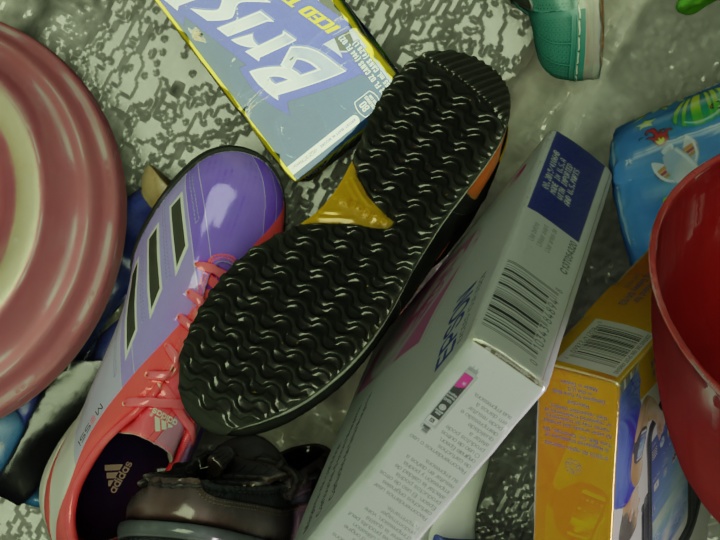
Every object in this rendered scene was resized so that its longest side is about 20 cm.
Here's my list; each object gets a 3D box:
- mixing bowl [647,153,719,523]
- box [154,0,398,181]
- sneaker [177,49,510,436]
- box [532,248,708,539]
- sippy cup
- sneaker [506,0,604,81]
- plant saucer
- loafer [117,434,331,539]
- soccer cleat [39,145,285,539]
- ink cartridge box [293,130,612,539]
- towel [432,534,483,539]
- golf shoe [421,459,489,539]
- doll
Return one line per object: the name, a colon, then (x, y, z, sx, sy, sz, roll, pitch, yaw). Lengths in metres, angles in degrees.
mixing bowl: (0.197, 0.051, 1.017, 0.199, 0.201, 0.109, 16, 132, 2)
box: (-0.062, -0.138, 1.182, 0.070, 0.064, 0.200, -37, 90, 4)
sneaker: (0.000, 0.000, 1.139, 0.070, 0.090, 0.200, 35, 79, 16)
box: (0.113, 0.104, 1.102, 0.041, 0.119, 0.201, 12, 120, 26)
sippy cup: (0.183, -0.033, 1.149, 0.130, 0.140, 0.178, -14, 49, 13)
sneaker: (0.062, -0.179, 1.176, 0.080, 0.071, 0.201, -12, 86, 7)
plant saucer: (-0.207, -0.025, 1.174, 0.199, 0.051, 0.202, -2, 79, 12)
loafer: (-0.054, 0.097, 1.128, 0.072, 0.200, 0.063, 4, 81, 16)
soccer cleat: (-0.083, 0.042, 1.144, 0.068, 0.073, 0.201, 23, 99, -17)
ink cartridge box: (0.023, 0.058, 1.087, 0.043, 0.197, 0.200, 35, 118, -6)
towel: (0.063, 0.219, 1.168, 0.146, 0.024, 0.201, 8, 94, -43)
golf shoe: (0.032, 0.168, 1.193, 0.091, 0.075, 0.201, 18, 98, -11)
doll: (-0.144, 0.044, 1.200, 0.136, 0.048, 0.200, 43, 90, 1)
